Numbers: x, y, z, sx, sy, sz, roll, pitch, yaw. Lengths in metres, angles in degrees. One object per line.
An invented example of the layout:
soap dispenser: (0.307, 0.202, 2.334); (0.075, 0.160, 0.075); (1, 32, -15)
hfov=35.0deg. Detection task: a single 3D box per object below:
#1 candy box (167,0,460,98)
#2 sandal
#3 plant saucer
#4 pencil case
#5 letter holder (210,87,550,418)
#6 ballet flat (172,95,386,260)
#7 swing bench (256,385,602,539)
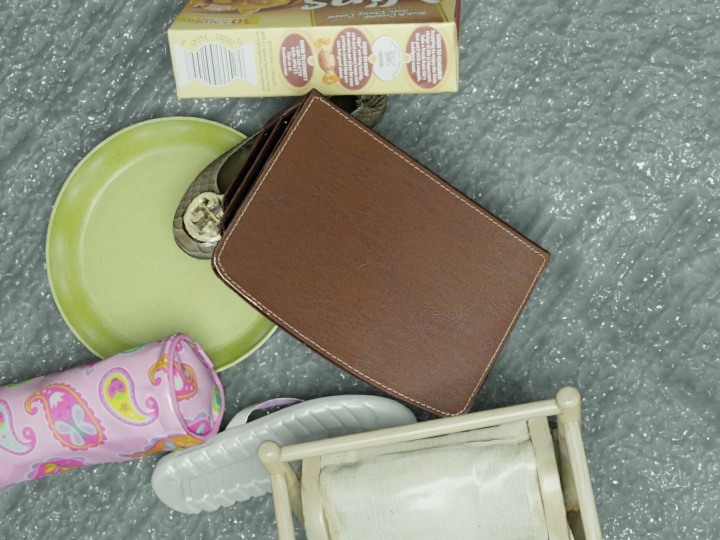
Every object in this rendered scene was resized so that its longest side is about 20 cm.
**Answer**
candy box: (-0.028, -0.171, 0.828); (0.200, 0.115, 0.055); (0, 121, 6)
sandal: (-0.059, 0.122, 0.838); (0.202, 0.083, 0.050); (-15, 40, 6)
plant saucer: (-0.139, -0.016, 0.872); (0.200, 0.031, 0.200); (-1, 84, 7)
pencil case: (-0.201, 0.103, 0.825); (0.200, 0.087, 0.088); (-15, 83, 18)
letter holder: (0.000, 0.000, 0.772); (0.200, 0.101, 0.142); (33, 76, -15)
ballet flat: (-0.056, -0.083, 0.832); (0.200, 0.046, 0.067); (-40, 83, -17)
swing bench: (0.054, 0.169, 0.755); (0.199, 0.200, 0.130); (-10, 74, 5)
